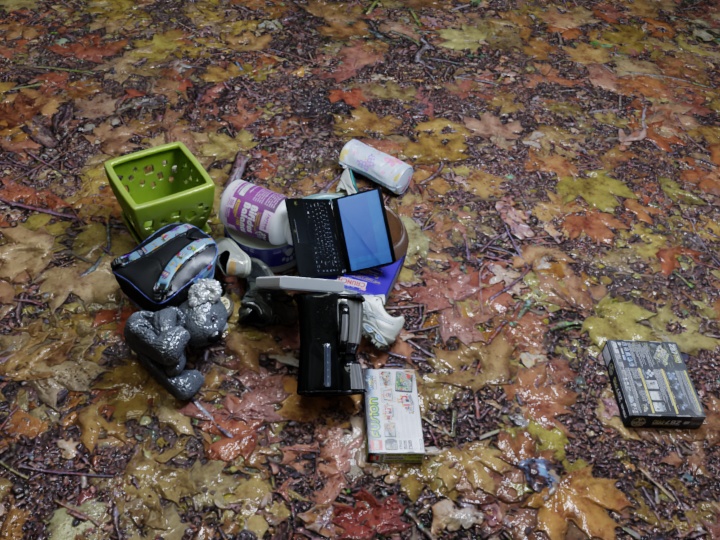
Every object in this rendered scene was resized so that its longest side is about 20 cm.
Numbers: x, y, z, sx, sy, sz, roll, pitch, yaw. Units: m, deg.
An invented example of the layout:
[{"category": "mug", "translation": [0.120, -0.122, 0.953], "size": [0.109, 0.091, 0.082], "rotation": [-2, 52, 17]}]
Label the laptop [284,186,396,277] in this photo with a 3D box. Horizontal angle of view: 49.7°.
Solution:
[{"category": "laptop", "translation": [-0.043, -0.085, 1.682], "size": [0.200, 0.103, 0.178], "rotation": [-3, 77, -42]}]

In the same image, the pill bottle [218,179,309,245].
[{"category": "pill bottle", "translation": [-0.209, -0.123, 1.753], "size": [0.200, 0.112, 0.112], "rotation": [21, 46, 15]}]

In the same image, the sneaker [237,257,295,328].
[{"category": "sneaker", "translation": [-0.237, 0.050, 1.713], "size": [0.114, 0.076, 0.200], "rotation": [-17, 54, -31]}]

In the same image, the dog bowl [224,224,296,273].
[{"category": "dog bowl", "translation": [-0.224, -0.089, 1.853], "size": [0.200, 0.079, 0.200], "rotation": [3, 44, -3]}]

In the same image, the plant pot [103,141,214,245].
[{"category": "plant pot", "translation": [-0.465, -0.159, 1.824], "size": [0.199, 0.182, 0.200], "rotation": [-22, 51, -25]}]

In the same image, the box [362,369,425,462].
[{"category": "box", "translation": [0.062, 0.283, 1.539], "size": [0.110, 0.035, 0.200], "rotation": [1, 45, -5]}]

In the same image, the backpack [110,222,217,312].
[{"category": "backpack", "translation": [-0.406, 0.000, 1.684], "size": [0.182, 0.135, 0.200], "rotation": [31, 59, 25]}]

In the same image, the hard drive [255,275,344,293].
[{"category": "hard drive", "translation": [-0.129, 0.029, 1.602], "size": [0.132, 0.200, 0.027], "rotation": [5, 87, -21]}]

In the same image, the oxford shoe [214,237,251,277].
[{"category": "oxford shoe", "translation": [-0.307, -0.031, 1.748], "size": [0.058, 0.075, 0.200], "rotation": [0, 15, -30]}]

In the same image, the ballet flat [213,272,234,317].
[{"category": "ballet flat", "translation": [-0.336, 0.031, 1.742], "size": [0.067, 0.046, 0.200], "rotation": [-16, 49, -20]}]

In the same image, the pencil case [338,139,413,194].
[{"category": "pencil case", "translation": [0.040, -0.276, 2.068], "size": [0.200, 0.083, 0.091], "rotation": [27, 46, 19]}]

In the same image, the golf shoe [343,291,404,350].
[{"category": "golf shoe", "translation": [0.007, 0.079, 1.678], "size": [0.200, 0.078, 0.097], "rotation": [41, 86, 10]}]

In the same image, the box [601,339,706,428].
[{"category": "box", "translation": [0.613, 0.236, 1.639], "size": [0.161, 0.049, 0.200], "rotation": [1, 45, -3]}]

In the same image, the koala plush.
[{"category": "koala plush", "translation": [-0.350, 0.116, 1.564], "size": [0.184, 0.178, 0.200], "rotation": [30, 55, 31]}]

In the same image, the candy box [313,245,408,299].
[{"category": "candy box", "translation": [0.000, 0.000, 1.790], "size": [0.169, 0.077, 0.200], "rotation": [18, 45, 10]}]

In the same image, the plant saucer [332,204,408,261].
[{"category": "plant saucer", "translation": [0.021, -0.097, 1.790], "size": [0.200, 0.035, 0.201], "rotation": [10, 51, -12]}]

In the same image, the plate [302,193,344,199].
[{"category": "plate", "translation": [-0.070, -0.128, 1.838], "size": [0.200, 0.026, 0.200], "rotation": [4, 44, -4]}]

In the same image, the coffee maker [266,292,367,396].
[{"category": "coffee maker", "translation": [-0.084, 0.151, 1.549], "size": [0.192, 0.135, 0.200], "rotation": [-3, 77, 16]}]

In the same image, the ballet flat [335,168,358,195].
[{"category": "ballet flat", "translation": [-0.029, -0.189, 1.993], "size": [0.069, 0.070, 0.200], "rotation": [-8, 47, -14]}]
